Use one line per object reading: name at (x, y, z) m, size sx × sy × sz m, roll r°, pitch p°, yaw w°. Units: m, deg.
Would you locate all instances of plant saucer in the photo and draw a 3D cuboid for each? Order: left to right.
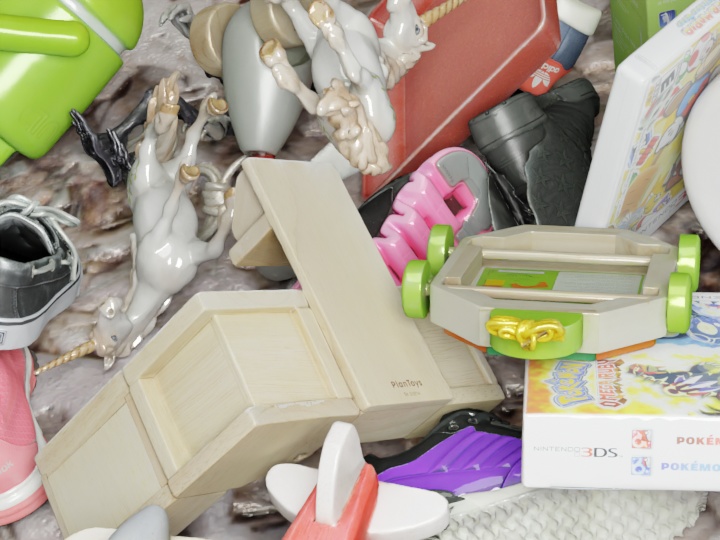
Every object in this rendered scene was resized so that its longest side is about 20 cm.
plant saucer at (0.072, -0.166, 1.154) m, size 0.037 × 0.200 × 0.200 m, roll 24°, pitch 43°, yaw -24°

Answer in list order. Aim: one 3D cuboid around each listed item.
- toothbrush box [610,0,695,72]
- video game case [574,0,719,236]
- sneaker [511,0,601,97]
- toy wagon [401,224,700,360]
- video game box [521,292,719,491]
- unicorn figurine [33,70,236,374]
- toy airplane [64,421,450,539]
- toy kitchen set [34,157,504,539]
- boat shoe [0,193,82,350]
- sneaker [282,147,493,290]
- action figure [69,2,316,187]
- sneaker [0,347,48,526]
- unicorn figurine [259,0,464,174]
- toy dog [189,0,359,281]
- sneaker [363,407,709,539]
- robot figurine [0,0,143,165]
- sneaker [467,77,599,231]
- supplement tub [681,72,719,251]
toothbrush box at (0.247, -0.206, 1.124) m, size 0.145 × 0.200 × 0.086 m, roll -16°, pitch 41°, yaw -4°
video game case at (0.200, -0.096, 1.013) m, size 0.023 × 0.200 × 0.182 m, roll 37°, pitch 59°, yaw 22°
sneaker at (0.107, -0.174, 1.218) m, size 0.075 × 0.085 × 0.200 m, roll 25°, pitch 10°, yaw -15°
toy wagon at (0.102, 0.013, 0.903) m, size 0.155 × 0.040 × 0.200 m, roll 3°, pitch 19°, yaw 14°
video game box at (0.178, 0.060, 0.888) m, size 0.182 × 0.047 × 0.200 m, roll -2°, pitch 17°, yaw 7°
unicorn figurine at (-0.130, -0.028, 1.074) m, size 0.074 × 0.137 × 0.200 m, roll 25°, pitch 37°, yaw -14°
toy airplane at (-0.034, 0.161, 0.777) m, size 0.200 × 0.141 × 0.199 m, roll -32°, pitch 58°, yaw 1°
toy kitchen set at (-0.066, 0.053, 0.962) m, size 0.200 × 0.180 × 0.163 m, roll -1°, pitch 57°, yaw -47°
boat shoe at (-0.217, -0.012, 1.066) m, size 0.073 × 0.068 × 0.199 m, roll 17°, pitch 15°, yaw 0°
sneaker at (0.000, 0.000, 1.062) m, size 0.200 × 0.079 × 0.095 m, roll -42°, pitch 22°, yaw -26°
action figure at (-0.105, -0.137, 1.210) m, size 0.200 × 0.102 × 0.119 m, roll -34°, pitch 34°, yaw -22°
sneaker at (-0.237, 0.062, 1.020) m, size 0.074 × 0.087 × 0.200 m, roll -24°, pitch 42°, yaw -10°
unicorn figurine at (-0.006, -0.134, 1.021) m, size 0.074 × 0.137 × 0.200 m, roll -18°, pitch 46°, yaw 31°
toy dog at (-0.047, -0.102, 1.118) m, size 0.096 × 0.201 × 0.132 m, roll -8°, pitch 21°, yaw -41°
sneaker at (0.084, 0.110, 0.902) m, size 0.199 × 0.070 × 0.100 m, roll -11°, pitch 38°, yaw 1°
robot figurine at (-0.241, -0.165, 1.229) m, size 0.200 × 0.116 × 0.175 m, roll -49°, pitch 16°, yaw -2°
sneaker at (0.127, -0.065, 1.096) m, size 0.060 × 0.104 × 0.200 m, roll -30°, pitch -5°, yaw 28°
supplement tub at (0.300, -0.088, 1.002) m, size 0.144 × 0.145 × 0.200 m, roll 22°, pitch 38°, yaw 33°
